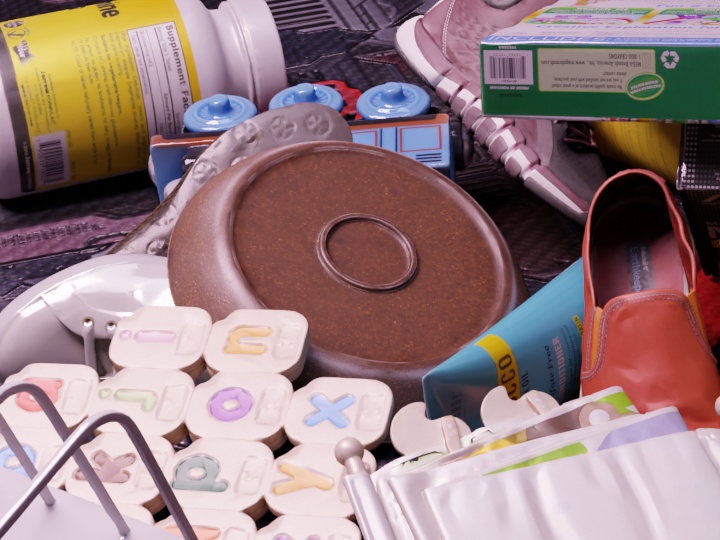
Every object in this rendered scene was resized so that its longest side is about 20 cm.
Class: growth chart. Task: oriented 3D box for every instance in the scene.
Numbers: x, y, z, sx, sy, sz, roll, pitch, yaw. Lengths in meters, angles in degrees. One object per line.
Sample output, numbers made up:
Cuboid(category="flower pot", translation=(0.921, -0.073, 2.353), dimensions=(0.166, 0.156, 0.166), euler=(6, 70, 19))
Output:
Cuboid(category="growth chart", translation=(0.096, 0.108, 0.910), dimensions=(0.199, 0.018, 0.145), euler=(-8, 51, -6))

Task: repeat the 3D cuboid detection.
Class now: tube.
Cuboid(category="tube", translation=(0.083, 0.048, 1.039), dimensions=(0.050, 0.078, 0.200), euler=(2, 23, 34))

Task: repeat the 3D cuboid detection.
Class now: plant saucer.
Cuboid(category="plant saucer", translation=(0.000, 0.000, 1.085), dimensions=(0.199, 0.035, 0.201), euler=(10, 48, -11))

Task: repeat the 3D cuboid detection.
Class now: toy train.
Cuboid(category="toy train", translation=(-0.031, -0.056, 1.245), dimensions=(0.199, 0.087, 0.114), euler=(-3, 33, 4))

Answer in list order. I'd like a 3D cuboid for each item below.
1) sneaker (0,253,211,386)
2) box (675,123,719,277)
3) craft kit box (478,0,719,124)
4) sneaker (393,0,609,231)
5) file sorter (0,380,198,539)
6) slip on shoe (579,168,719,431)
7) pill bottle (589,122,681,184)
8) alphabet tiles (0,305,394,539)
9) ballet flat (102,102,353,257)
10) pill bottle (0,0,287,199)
Cuboid(category="sneaker", translation=(-0.094, 0.034, 1.090), dimensions=(0.199, 0.073, 0.085), euler=(-10, 25, -11))
Cuboid(category="box", translation=(0.272, -0.034, 1.081), dimensions=(0.199, 0.044, 0.160), euler=(2, -15, 15))
Cuboid(category="craft kit box", translation=(0.185, -0.117, 1.088), dimensions=(0.199, 0.049, 0.197), euler=(4, 20, 22))
Cuboid(category="sneaker", translation=(0.114, -0.116, 1.234), dimensions=(0.200, 0.116, 0.076), euler=(48, 11, 27))
Cuboid(category="file sorter", translation=(-0.184, 0.112, 0.864), dimensions=(0.200, 0.125, 0.139), euler=(16, 53, 35))
Cuboid(category="slip on shoe", translation=(0.137, 0.037, 0.998), dimensions=(0.074, 0.061, 0.201), euler=(-8, 55, 10))
Cuboid(category="pill bottle", translation=(0.197, -0.111, 1.274), dimensions=(0.112, 0.112, 0.200), euler=(-23, 32, -31))
Cuboid(category="alphabet tiles", translation=(-0.087, 0.096, 0.962), dimensions=(0.195, 0.015, 0.200), euler=(1, 49, 14))
Cuboid(category="ballet flat", translation=(-0.086, -0.020, 1.167), dimensions=(0.200, 0.046, 0.067), euler=(-42, 77, -11))
Cuboid(category="pill bottle", translation=(-0.154, -0.120, 1.358), dimensions=(0.199, 0.113, 0.112), euler=(-13, 28, -14))
